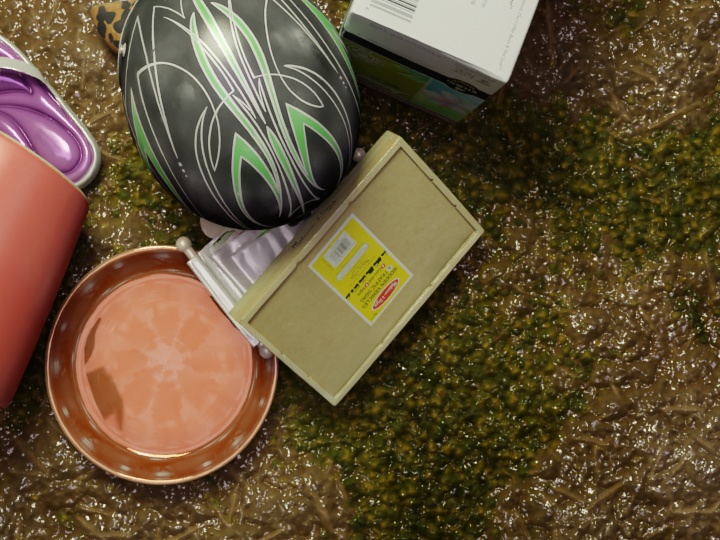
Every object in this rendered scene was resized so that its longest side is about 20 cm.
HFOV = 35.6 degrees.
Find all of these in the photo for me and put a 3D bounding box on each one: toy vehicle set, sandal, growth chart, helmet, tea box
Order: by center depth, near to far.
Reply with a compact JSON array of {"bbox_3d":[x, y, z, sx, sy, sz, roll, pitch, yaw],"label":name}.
[{"bbox_3d":[-0.092,-0.133,0.867,0.197,0.191,0.203,0,79,-1],"label":"helmet"},{"bbox_3d":[0.074,-0.248,0.910,0.132,0.197,0.202,22,84,-5],"label":"tea box"},{"bbox_3d":[0.000,0.000,0.933,0.200,0.026,0.124,-49,122,-5],"label":"toy vehicle set"},{"bbox_3d":[-0.306,-0.150,0.963,0.202,0.050,0.083,37,85,1],"label":"sandal"},{"bbox_3d":[-0.045,-0.022,0.964,0.199,0.018,0.146,-30,86,-16],"label":"growth chart"}]

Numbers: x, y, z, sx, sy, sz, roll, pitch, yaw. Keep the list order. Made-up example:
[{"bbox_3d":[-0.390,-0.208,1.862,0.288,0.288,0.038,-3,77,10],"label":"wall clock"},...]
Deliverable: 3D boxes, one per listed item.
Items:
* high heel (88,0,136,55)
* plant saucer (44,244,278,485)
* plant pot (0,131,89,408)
[{"bbox_3d":[-0.139,-0.262,0.964,0.141,0.071,0.202,26,94,-7],"label":"high heel"},{"bbox_3d":[-0.169,0.080,0.962,0.197,0.032,0.203,0,86,-3],"label":"plant saucer"},{"bbox_3d":[-0.322,-0.017,0.893,0.199,0.200,0.179,30,77,0],"label":"plant pot"}]
